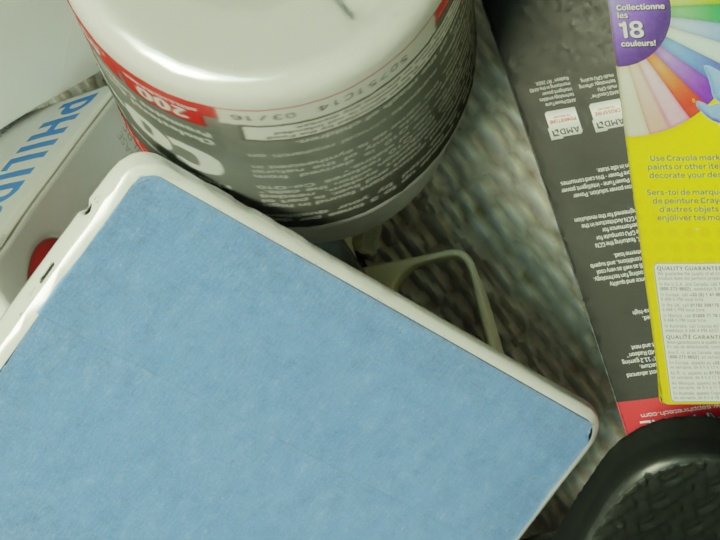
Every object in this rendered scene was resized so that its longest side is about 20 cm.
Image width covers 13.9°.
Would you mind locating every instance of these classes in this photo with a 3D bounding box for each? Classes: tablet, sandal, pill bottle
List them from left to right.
[{"bbox_3d":[-0.030,0.055,0.904,0.130,0.199,0.014,-53,35,11],"label":"tablet"},{"bbox_3d":[-0.023,-0.076,0.868,0.113,0.200,0.115,-1,76,3],"label":"pill bottle"},{"bbox_3d":[0.076,0.107,0.976,0.075,0.048,0.201,15,134,-22],"label":"sandal"}]

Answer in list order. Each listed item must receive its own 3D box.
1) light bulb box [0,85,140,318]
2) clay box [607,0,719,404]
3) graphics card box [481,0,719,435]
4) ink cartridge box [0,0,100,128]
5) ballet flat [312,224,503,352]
[{"bbox_3d":[-0.136,0.068,1.007,0.199,0.125,0.199,-15,116,28],"label":"light bulb box"},{"bbox_3d":[0.130,-0.061,0.827,0.114,0.048,0.201,-1,113,19],"label":"clay box"},{"bbox_3d":[0.115,-0.046,0.899,0.125,0.051,0.201,-11,112,27],"label":"graphics card box"},{"bbox_3d":[-0.156,-0.161,0.967,0.200,0.085,0.145,39,143,19],"label":"ink cartridge box"},{"bbox_3d":[0.000,0.000,0.989,0.073,0.073,0.201,-37,80,29],"label":"ballet flat"}]
